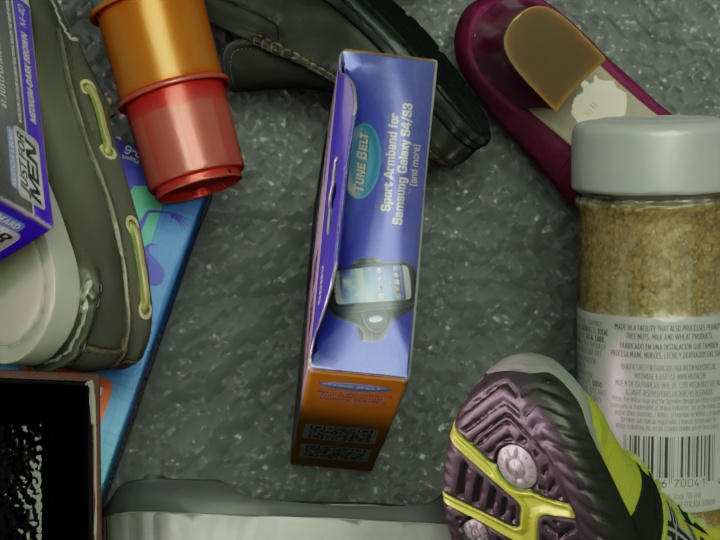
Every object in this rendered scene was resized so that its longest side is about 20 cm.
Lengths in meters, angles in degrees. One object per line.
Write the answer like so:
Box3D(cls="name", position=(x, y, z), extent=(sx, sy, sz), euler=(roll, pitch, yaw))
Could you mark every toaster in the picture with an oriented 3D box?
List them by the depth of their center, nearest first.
Box3D(cls="toaster", position=(-0.011, 0.150, 0.793), extent=(0.199, 0.114, 0.130), euler=(4, 78, -11))

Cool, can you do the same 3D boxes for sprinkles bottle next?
Box3D(cls="sprinkles bottle", position=(0.118, 0.040, 0.824), extent=(0.068, 0.068, 0.201), euler=(-1, 97, -6))

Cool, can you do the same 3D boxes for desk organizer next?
Box3D(cls="desk organizer", position=(-0.196, 0.072, 0.738), extent=(0.199, 0.077, 0.072), euler=(4, 73, -21))

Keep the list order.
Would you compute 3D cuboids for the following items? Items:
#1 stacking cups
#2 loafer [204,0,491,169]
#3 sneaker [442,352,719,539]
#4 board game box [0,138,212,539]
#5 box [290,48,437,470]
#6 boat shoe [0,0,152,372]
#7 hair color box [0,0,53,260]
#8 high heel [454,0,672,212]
Box3D(cls="stacking cups", position=(-0.089, -0.128, 0.845), extent=(0.060, 0.061, 0.201), euler=(-15, 86, -10))
Box3D(cls="loafer", position=(-0.031, -0.104, 0.889), extent=(0.200, 0.073, 0.072), euler=(42, 102, 14))
Box3D(cls="sneaker", position=(0.094, 0.107, 0.755), extent=(0.076, 0.075, 0.200), euler=(-48, 124, -37))
Box3D(cls="board game box", position=(-0.161, 0.031, 0.843), extent=(0.151, 0.045, 0.201), euler=(17, 74, -1))
Box3D(cls="box", position=(0.000, 0.000, 0.788), extent=(0.041, 0.200, 0.120), euler=(7, 74, -4))
Box3D(cls="boat shoe", position=(-0.129, -0.050, 0.815), extent=(0.060, 0.072, 0.202), euler=(14, 50, -44))
Box3D(cls="hair color box", position=(-0.211, -0.024, 0.777), extent=(0.200, 0.065, 0.110), euler=(-30, 52, 26))
Box3D(cls="high heel", position=(0.114, -0.039, 0.900), extent=(0.200, 0.096, 0.067), euler=(43, 89, -13))
